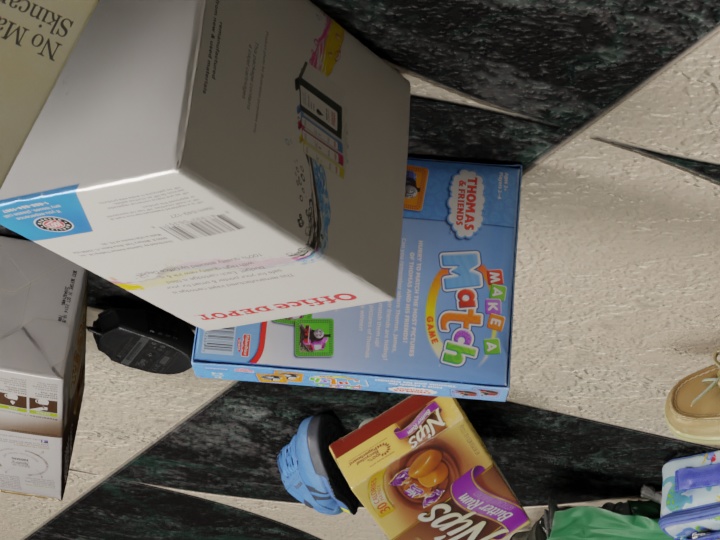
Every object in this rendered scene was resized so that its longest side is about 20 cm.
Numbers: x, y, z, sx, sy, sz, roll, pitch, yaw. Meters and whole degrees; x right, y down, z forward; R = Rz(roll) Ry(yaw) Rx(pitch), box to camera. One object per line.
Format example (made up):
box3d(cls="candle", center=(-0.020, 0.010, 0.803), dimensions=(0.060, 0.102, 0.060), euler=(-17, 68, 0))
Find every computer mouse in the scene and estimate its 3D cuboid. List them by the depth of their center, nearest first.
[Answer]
box3d(cls="computer mouse", center=(-0.218, 0.035, 1.553), dimensions=(0.199, 0.034, 0.059), euler=(22, 144, -21))

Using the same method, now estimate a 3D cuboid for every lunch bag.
box3d(cls="lunch bag", center=(0.382, 0.211, 1.785), dimensions=(0.160, 0.083, 0.199), euler=(24, 151, -34))

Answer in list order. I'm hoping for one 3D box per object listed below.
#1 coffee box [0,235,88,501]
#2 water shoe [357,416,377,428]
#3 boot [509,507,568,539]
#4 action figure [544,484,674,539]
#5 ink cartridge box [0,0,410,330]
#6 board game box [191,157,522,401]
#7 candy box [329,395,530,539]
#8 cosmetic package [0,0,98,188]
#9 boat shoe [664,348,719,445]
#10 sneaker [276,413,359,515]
box3d(cls="coffee box", center=(-0.256, 0.079, 1.493), dimensions=(0.079, 0.115, 0.201), euler=(9, 146, -3))
box3d(cls="water shoe", center=(0.075, 0.186, 1.804), dimensions=(0.078, 0.072, 0.200), euler=(-16, 152, 30))
box3d(cls="boot", center=(0.264, 0.299, 2.072), dimensions=(0.198, 0.068, 0.131), euler=(15, 163, -4))
box3d(cls="action figure", center=(0.283, 0.245, 1.927), dimensions=(0.198, 0.055, 0.118), euler=(-1, 157, -3))
box3d(cls="ink cartridge box", center=(-0.085, -0.071, 1.086), dimensions=(0.146, 0.146, 0.200), euler=(-9, 155, 33))
box3d(cls="board game box", center=(0.000, 0.000, 1.239), dimensions=(0.198, 0.153, 0.037), euler=(4, 160, 3))
box3d(cls="candy box", center=(0.064, 0.189, 1.718), dimensions=(0.116, 0.057, 0.200), euler=(-31, 139, 1))
box3d(cls="cosmetic package", center=(-0.177, -0.135, 0.876), dimensions=(0.105, 0.201, 0.071), euler=(20, -167, -37))
box3d(cls="boat shoe", center=(0.323, 0.080, 1.490), dimensions=(0.199, 0.074, 0.063), euler=(-17, 142, 21))
box3d(cls="sneaker", center=(-0.050, 0.186, 1.839), dimensions=(0.078, 0.066, 0.200), euler=(5, 159, 10))
